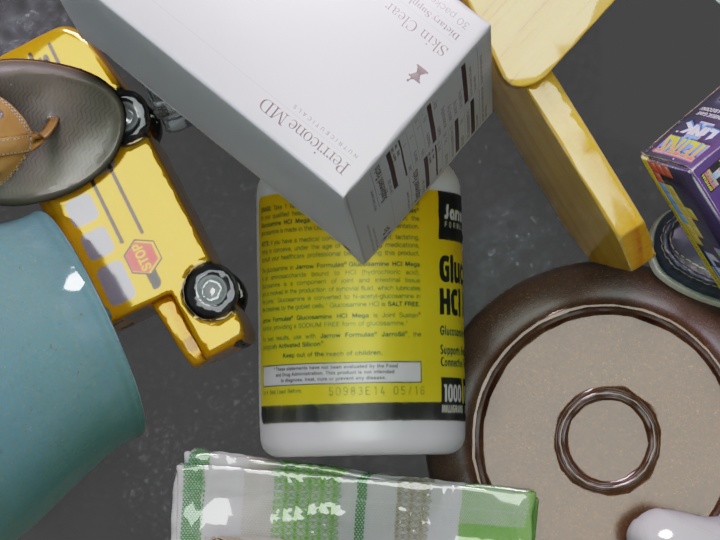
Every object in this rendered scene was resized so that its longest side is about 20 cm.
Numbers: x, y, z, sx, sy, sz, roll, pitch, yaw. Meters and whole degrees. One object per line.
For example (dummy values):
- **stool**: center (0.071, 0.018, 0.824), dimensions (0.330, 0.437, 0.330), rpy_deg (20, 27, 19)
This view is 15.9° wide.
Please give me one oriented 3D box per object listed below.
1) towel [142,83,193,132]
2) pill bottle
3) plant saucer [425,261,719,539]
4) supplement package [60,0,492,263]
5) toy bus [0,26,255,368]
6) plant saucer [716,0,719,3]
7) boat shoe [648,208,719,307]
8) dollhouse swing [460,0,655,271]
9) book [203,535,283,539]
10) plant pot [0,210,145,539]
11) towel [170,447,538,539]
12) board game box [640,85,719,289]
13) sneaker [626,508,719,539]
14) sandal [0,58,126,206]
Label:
- **towel**: center (-0.075, -0.197, 1.413), dimensions (0.165, 0.086, 0.200), rpy_deg (-24, 80, 0)
- **pill bottle**: center (0.000, 0.000, 1.390), dimensions (0.112, 0.112, 0.201), rpy_deg (-1, 86, 2)
- **plant saucer**: center (0.136, 0.094, 1.420), dimensions (0.200, 0.032, 0.201), rpy_deg (0, 86, 1)
- **supplement package**: center (-0.044, -0.119, 1.276), dimensions (0.200, 0.156, 0.111), rpy_deg (38, 83, 10)
- **toy bus**: center (-0.132, -0.036, 1.421), dimensions (0.078, 0.065, 0.200), rpy_deg (-27, 85, 0)
- **plant saucer**: center (0.252, -0.230, 1.434), dimensions (0.200, 0.039, 0.202), rpy_deg (0, 86, 1)
- **boat shoe**: center (0.258, -0.008, 1.403), dimensions (0.199, 0.062, 0.075), rpy_deg (10, 83, 0)
- **dollhouse swing**: center (0.133, -0.125, 1.355), dimensions (0.176, 0.200, 0.182), rpy_deg (43, 88, -5)
- **book**: center (-0.029, 0.212, 1.291), dimensions (0.048, 0.200, 0.134), rpy_deg (5, 90, -23)
- **plant pot**: center (-0.223, 0.064, 1.361), dimensions (0.188, 0.200, 0.200), rpy_deg (-26, 85, -13)
- **towel**: center (-0.007, 0.180, 1.408), dimensions (0.199, 0.031, 0.150), rpy_deg (6, 98, 5)
- **board game box**: center (0.258, -0.029, 1.299), dimensions (0.165, 0.057, 0.200), rpy_deg (-41, 114, -13)
- **sneaker**: center (0.236, 0.159, 1.381), dimensions (0.200, 0.076, 0.081), rpy_deg (22, 89, -17)
- **sandal**: center (-0.216, -0.075, 1.337), dimensions (0.199, 0.055, 0.082), rpy_deg (9, 104, -27)
